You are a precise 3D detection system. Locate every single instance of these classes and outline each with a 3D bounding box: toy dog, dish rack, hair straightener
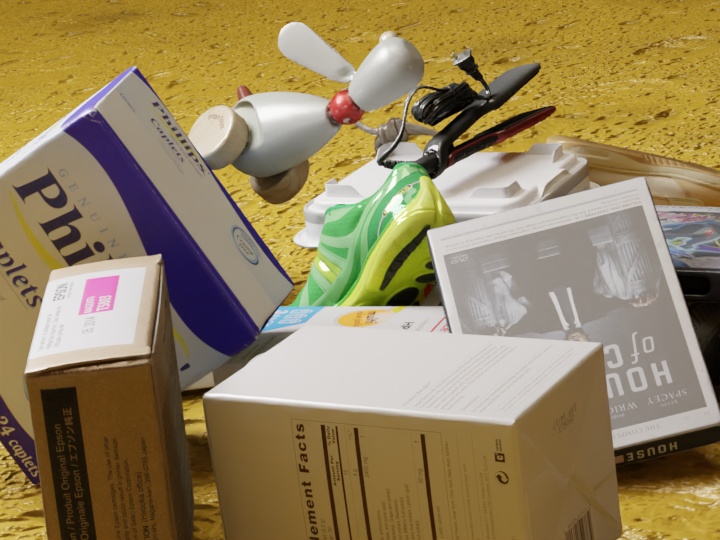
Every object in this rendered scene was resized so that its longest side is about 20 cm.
[{"bbox_3d":[-0.039,-0.135,1.838,0.199,0.132,0.097,-16,54,11],"label":"toy dog"},{"bbox_3d":[0.064,-0.059,1.736,0.199,0.044,0.172,2,18,25],"label":"dish rack"},{"bbox_3d":[0.071,-0.121,1.734,0.041,0.077,0.200,-11,12,43],"label":"hair straightener"}]

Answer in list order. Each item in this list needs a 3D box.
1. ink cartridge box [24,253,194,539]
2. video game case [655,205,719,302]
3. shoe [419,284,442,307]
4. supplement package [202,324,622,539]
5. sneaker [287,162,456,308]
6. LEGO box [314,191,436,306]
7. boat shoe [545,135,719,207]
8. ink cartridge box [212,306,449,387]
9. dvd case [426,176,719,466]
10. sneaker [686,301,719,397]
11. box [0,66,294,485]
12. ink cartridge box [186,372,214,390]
[{"bbox_3d":[-0.142,0.099,1.363,0.075,0.166,0.200,-7,16,0],"label":"ink cartridge box"},{"bbox_3d":[0.218,-0.014,1.610,0.179,0.026,0.200,3,14,21],"label":"video game case"},{"bbox_3d":[0.133,0.028,1.644,0.199,0.072,0.091,-17,16,-39],"label":"shoe"},{"bbox_3d":[0.030,0.110,1.333,0.199,0.121,0.121,3,21,31],"label":"supplement package"},{"bbox_3d":[0.000,0.000,1.651,0.074,0.200,0.084,17,46,-33],"label":"sneaker"},{"bbox_3d":[0.063,-0.015,1.802,0.148,0.078,0.200,-12,17,-13],"label":"LEGO box"},{"bbox_3d":[0.236,-0.056,1.886,0.199,0.070,0.074,12,7,-10],"label":"boat shoe"},{"bbox_3d":[0.017,0.071,1.553,0.199,0.068,0.115,0,19,22],"label":"ink cartridge box"},{"bbox_3d":[0.132,0.038,1.482,0.149,0.025,0.201,-14,51,2],"label":"dvd case"},{"bbox_3d":[0.270,0.043,1.548,0.199,0.067,0.090,-18,17,-39],"label":"sneaker"},{"bbox_3d":[-0.180,0.004,1.540,0.199,0.184,0.105,-34,8,20],"label":"box"},{"bbox_3d":[-0.176,0.035,1.724,0.198,0.084,0.145,-7,16,2],"label":"ink cartridge box"}]
